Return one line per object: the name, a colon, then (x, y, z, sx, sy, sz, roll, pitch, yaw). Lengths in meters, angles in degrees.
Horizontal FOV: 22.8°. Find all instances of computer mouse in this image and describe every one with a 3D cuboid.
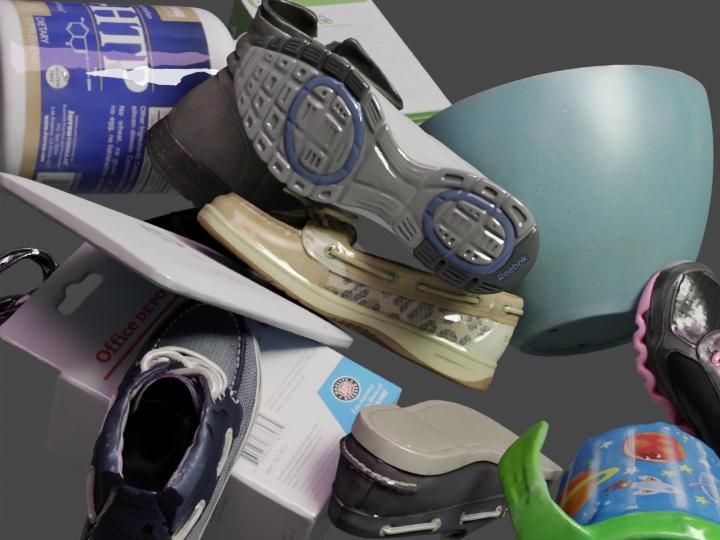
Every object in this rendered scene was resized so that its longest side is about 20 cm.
computer mouse: (-0.150, 0.004, 1.076, 0.199, 0.034, 0.059, -13, 70, -26)

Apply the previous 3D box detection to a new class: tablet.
tablet: (-0.095, -0.004, 0.967, 0.130, 0.014, 0.200, 30, 3, 29)

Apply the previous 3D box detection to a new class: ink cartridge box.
ink cartridge box: (-0.030, -0.150, 1.259, 0.103, 0.060, 0.200, -9, 49, -30)
ink cartridge box: (-0.093, 0.072, 0.990, 0.199, 0.068, 0.115, 29, 43, 9)

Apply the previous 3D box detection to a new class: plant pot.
plant pot: (0.131, -0.024, 1.111, 0.199, 0.200, 0.136, -2, 72, -23)

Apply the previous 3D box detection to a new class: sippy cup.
sippy cup: (0.154, 0.154, 0.953, 0.139, 0.179, 0.131, -9, 28, 12)

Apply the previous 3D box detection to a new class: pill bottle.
pill bottle: (-0.138, -0.107, 1.127, 0.199, 0.120, 0.120, -1, 45, -23)

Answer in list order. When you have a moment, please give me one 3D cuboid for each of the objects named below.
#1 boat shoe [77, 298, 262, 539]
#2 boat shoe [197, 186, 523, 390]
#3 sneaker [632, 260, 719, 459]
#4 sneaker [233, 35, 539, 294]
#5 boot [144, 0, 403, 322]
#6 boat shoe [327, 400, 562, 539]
boat shoe: (-0.086, 0.065, 0.881, 0.074, 0.093, 0.201, 15, 44, -4)
boat shoe: (0.000, 0.000, 1.030, 0.199, 0.063, 0.073, 28, 3, -19)
sneaker: (0.223, 0.086, 1.022, 0.079, 0.095, 0.201, -13, 83, -29)
sneaker: (0.012, -0.058, 1.005, 0.200, 0.075, 0.087, 39, 8, 1)
boot: (-0.019, -0.061, 1.065, 0.200, 0.131, 0.068, 40, 20, -25)
boat shoe: (0.045, 0.114, 0.981, 0.072, 0.063, 0.200, 33, 11, 29)
